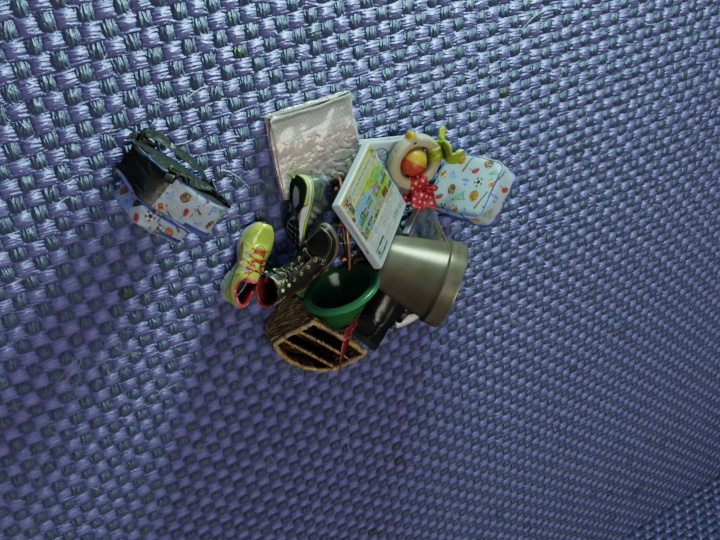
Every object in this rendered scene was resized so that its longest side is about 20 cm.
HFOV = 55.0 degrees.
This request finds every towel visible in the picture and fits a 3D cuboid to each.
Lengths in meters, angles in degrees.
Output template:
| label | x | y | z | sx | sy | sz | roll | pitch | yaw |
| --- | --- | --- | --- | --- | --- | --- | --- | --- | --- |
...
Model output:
| label | x | y | z | sx | sy | sz | roll | pitch | yaw |
| --- | --- | --- | --- | --- | --- | --- | --- | --- | --- |
| towel | -0.092 | -0.263 | 1.457 | 0.199 | 0.032 | 0.192 | -23 | 126 | -18 |

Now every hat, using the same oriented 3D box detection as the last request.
| label | x | y | z | sx | sy | sz | roll | pitch | yaw |
| --- | --- | --- | --- | --- | --- | --- | --- | --- | --- |
| hat | -0.028 | 0.111 | 1.522 | 0.200 | 0.165 | 0.177 | -32 | 125 | -19 |

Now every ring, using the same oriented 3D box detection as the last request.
| label | x | y | z | sx | sy | sz | roll | pitch | yaw |
| --- | --- | --- | --- | --- | --- | --- | --- | --- | --- |
| ring | -0.041 | -0.099 | 1.483 | 0.019 | 0.201 | 0.201 | -6 | 122 | -5 |

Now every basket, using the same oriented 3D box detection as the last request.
| label | x | y | z | sx | sy | sz | roll | pitch | yaw |
| --- | --- | --- | --- | --- | --- | --- | --- | --- | --- |
| basket | -0.114 | 0.171 | 1.616 | 0.143 | 0.149 | 0.200 | -51 | 131 | 3 |

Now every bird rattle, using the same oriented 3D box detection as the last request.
| label | x | y | z | sx | sy | sz | roll | pitch | yaw |
| --- | --- | --- | --- | --- | --- | --- | --- | --- | --- |
| bird rattle | 0.128 | -0.236 | 1.551 | 0.163 | 0.113 | 0.200 | 18 | 123 | -36 |

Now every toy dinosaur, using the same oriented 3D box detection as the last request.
| label | x | y | z | sx | sy | sz | roll | pitch | yaw |
| --- | --- | --- | --- | --- | --- | --- | --- | --- | --- |
| toy dinosaur | 0.000 | 0.000 | 1.621 | 0.199 | 0.060 | 0.107 | -20 | 128 | -7 |

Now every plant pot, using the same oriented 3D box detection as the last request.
| label | x | y | z | sx | sy | sz | roll | pitch | yaw |
| --- | --- | --- | --- | --- | --- | --- | --- | --- | --- |
| plant pot | 0.124 | 0.005 | 1.550 | 0.173 | 0.200 | 0.201 | 21 | 107 | -3 |

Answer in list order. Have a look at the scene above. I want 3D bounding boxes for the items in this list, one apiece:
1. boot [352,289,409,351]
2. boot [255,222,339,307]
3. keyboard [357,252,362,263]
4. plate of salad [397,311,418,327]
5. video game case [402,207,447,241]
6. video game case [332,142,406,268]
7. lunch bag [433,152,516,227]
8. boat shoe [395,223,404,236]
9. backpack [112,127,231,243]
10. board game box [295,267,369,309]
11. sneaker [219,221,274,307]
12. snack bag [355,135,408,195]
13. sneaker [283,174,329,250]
| label | x | y | z | sx | sy | sz | roll | pitch | yaw |
| --- | --- | --- | --- | --- | --- | --- | --- | --- | --- |
| boot | 0.027 | 0.085 | 1.621 | 0.163 | 0.073 | 0.198 | -53 | 131 | -3 |
| boot | -0.134 | -0.007 | 1.451 | 0.150 | 0.073 | 0.200 | -35 | 172 | -42 |
| keyboard | 0.079 | -0.029 | 1.701 | 0.199 | 0.040 | 0.104 | 9 | 124 | -30 |
| plate of salad | 0.099 | 0.079 | 1.740 | 0.199 | 0.048 | 0.201 | -12 | 130 | -14 |
| video game case | 0.164 | -0.070 | 1.683 | 0.200 | 0.017 | 0.143 | 61 | 43 | -39 |
| video game case | 0.023 | -0.136 | 1.448 | 0.182 | 0.023 | 0.201 | 55 | 43 | -35 |
| lunch bag | 0.251 | -0.185 | 1.608 | 0.075 | 0.200 | 0.161 | 25 | 89 | -40 |
| boat shoe | 0.066 | -0.125 | 1.577 | 0.062 | 0.073 | 0.200 | -47 | 136 | 7 |
| backpack | -0.346 | -0.137 | 1.278 | 0.190 | 0.200 | 0.154 | 24 | 107 | -45 |
| board game box | -0.065 | 0.057 | 1.628 | 0.095 | 0.030 | 0.200 | -31 | 136 | 22 |
| sneaker | -0.230 | -0.008 | 1.480 | 0.078 | 0.090 | 0.201 | 14 | 107 | -35 |
| snack bag | 0.051 | -0.209 | 1.566 | 0.188 | 0.021 | 0.201 | -14 | 130 | -34 |
| sneaker | -0.110 | -0.123 | 1.481 | 0.081 | 0.074 | 0.201 | -17 | 144 | -30 |
